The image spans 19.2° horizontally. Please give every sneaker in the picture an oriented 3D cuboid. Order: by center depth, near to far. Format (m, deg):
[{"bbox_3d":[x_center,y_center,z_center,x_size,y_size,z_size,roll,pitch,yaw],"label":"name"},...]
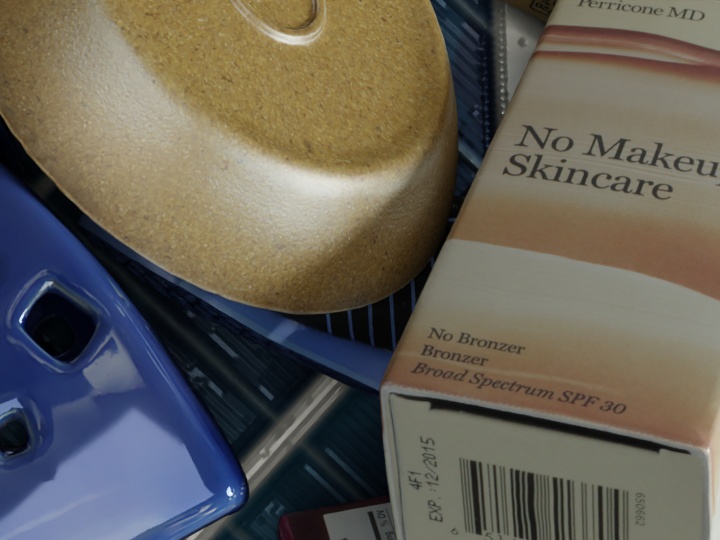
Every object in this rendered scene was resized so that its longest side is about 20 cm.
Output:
[{"bbox_3d":[0.000,0.000,0.768,0.199,0.070,0.078,26,84,-13],"label":"sneaker"}]

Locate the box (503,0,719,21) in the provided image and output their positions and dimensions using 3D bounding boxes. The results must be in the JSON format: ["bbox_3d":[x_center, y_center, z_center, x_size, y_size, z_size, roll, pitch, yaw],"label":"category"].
[{"bbox_3d":[0.041,-0.141,0.715,0.199,0.164,0.021,25,72,-1],"label":"box"}]

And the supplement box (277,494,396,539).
[{"bbox_3d":[0.080,0.133,0.743,0.199,0.086,0.111,-11,121,-7],"label":"supplement box"}]

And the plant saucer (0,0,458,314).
[{"bbox_3d":[-0.037,-0.082,0.684,0.200,0.035,0.201,24,46,-28],"label":"plant saucer"}]

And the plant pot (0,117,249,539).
[{"bbox_3d":[-0.163,0.044,0.686,0.199,0.200,0.180,-29,86,-6],"label":"plant pot"}]

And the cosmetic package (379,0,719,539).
[{"bbox_3d":[0.086,0.004,0.681,0.103,0.087,0.200,9,45,17],"label":"cosmetic package"}]
